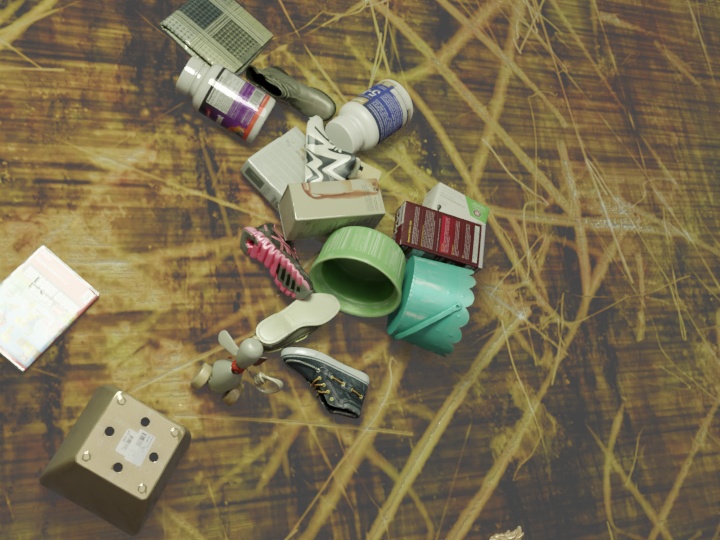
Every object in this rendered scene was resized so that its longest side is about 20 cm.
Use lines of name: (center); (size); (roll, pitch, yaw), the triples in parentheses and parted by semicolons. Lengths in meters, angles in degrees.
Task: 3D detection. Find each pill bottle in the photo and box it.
pill bottle: (-0.293, -0.373, 1.747); (0.199, 0.111, 0.112); (31, 61, -10)
pill bottle: (0.017, -0.348, 1.875); (0.200, 0.120, 0.120); (-39, 89, -32)

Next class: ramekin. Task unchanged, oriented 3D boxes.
ramekin: (0.000, 0.000, 1.691); (0.199, 0.200, 0.098); (28, 53, -12)

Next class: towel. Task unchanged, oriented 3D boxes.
towel: (-0.324, -0.542, 1.851); (0.200, 0.035, 0.193); (39, 56, -4)

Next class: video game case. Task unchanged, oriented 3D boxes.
video game case: (-0.601, 0.068, 1.487); (0.143, 0.017, 0.200); (41, 59, -5)

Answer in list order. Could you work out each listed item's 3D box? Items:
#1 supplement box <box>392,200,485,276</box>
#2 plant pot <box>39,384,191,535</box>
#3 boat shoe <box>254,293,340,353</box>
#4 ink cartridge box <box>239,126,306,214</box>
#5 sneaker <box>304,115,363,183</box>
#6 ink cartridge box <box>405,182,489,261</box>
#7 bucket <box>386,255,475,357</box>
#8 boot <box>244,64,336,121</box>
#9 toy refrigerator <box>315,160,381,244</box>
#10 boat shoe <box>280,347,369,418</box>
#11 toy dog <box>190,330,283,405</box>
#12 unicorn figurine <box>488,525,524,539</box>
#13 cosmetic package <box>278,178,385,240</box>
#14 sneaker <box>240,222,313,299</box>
supplement box: (0.171, -0.068, 1.774); (0.198, 0.061, 0.110); (17, 64, -16)
plant pot: (-0.406, 0.311, 1.389); (0.199, 0.177, 0.201); (33, 60, -9)
boat shoe: (-0.132, 0.108, 1.663); (0.201, 0.060, 0.072); (-25, 67, -31)
ink cartridge box: (-0.151, -0.215, 1.801); (0.163, 0.057, 0.200); (46, 38, -2)
sneaker: (-0.058, -0.250, 1.775); (0.128, 0.080, 0.201); (3, 55, -6)
ink cartridge box: (0.201, -0.077, 1.874); (0.145, 0.084, 0.201); (25, 62, -13)
bucket: (0.146, 0.073, 1.727); (0.134, 0.207, 0.209); (17, 64, -7)
boot: (-0.158, -0.389, 1.796); (0.199, 0.068, 0.131); (32, 21, 6)
toy refrigerator: (-0.026, -0.144, 1.807); (0.075, 0.070, 0.201); (25, 61, -6)
boat shoe: (-0.075, 0.227, 1.634); (0.199, 0.071, 0.092); (24, 58, -17)
toy dog: (-0.233, 0.174, 1.534); (0.132, 0.199, 0.097); (50, 37, -28)
unicorn figurine: (0.304, 0.638, 1.657); (0.136, 0.074, 0.201); (-4, 58, -16)
cosmetic package: (-0.061, -0.128, 1.689); (0.198, 0.103, 0.088); (-6, 70, -23)
sneaker: (-0.157, -0.028, 1.686); (0.200, 0.079, 0.095); (46, 42, 15)
